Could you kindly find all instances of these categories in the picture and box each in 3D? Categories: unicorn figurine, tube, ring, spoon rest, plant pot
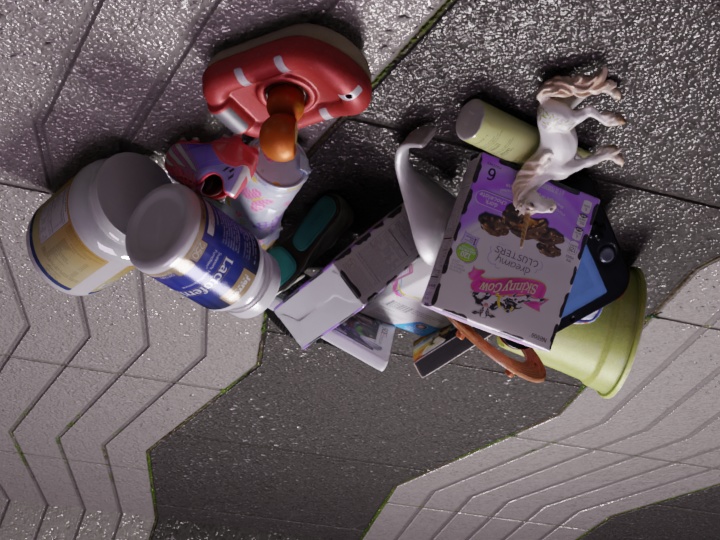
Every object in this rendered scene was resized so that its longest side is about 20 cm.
[{"bbox_3d":[0.242,-0.143,1.216,0.134,0.074,0.204,-8,115,4],"label":"unicorn figurine"},{"bbox_3d":[0.204,-0.153,1.266,0.198,0.053,0.058,18,-171,-37],"label":"tube"},{"bbox_3d":[0.171,0.085,1.399,0.198,0.201,0.019,26,110,-37],"label":"ring"},{"bbox_3d":[0.088,-0.095,1.328,0.060,0.100,0.202,12,136,35],"label":"spoon rest"},{"bbox_3d":[0.308,0.071,1.552,0.180,0.204,0.201,14,152,-1],"label":"plant pot"}]

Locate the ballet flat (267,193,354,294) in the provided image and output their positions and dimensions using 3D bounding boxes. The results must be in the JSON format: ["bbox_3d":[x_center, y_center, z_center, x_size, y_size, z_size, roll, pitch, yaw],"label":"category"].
[{"bbox_3d":[-0.084,-0.021,1.439,0.200,0.068,0.063,-46,147,9],"label":"ballet flat"}]

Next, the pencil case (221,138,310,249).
[{"bbox_3d":[-0.130,-0.096,1.359,0.089,0.084,0.200,22,149,-7],"label":"pencil case"}]

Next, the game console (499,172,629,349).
[{"bbox_3d":[0.247,-0.008,1.363,0.197,0.031,0.179,-28,107,-3],"label":"game console"}]

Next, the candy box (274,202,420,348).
[{"bbox_3d":[0.000,0.000,1.401,0.072,0.200,0.167,51,140,-2],"label":"candy box"}]

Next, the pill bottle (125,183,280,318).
[{"bbox_3d":[-0.193,-0.018,1.306,0.114,0.118,0.199,-13,152,28],"label":"pill bottle"}]

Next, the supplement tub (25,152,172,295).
[{"bbox_3d":[-0.345,-0.062,1.380,0.143,0.147,0.198,23,146,-35],"label":"supplement tub"}]

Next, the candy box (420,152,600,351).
[{"bbox_3d":[0.187,-0.021,1.295,0.165,0.204,0.072,20,177,-8],"label":"candy box"}]

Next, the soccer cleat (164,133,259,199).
[{"bbox_3d":[-0.196,-0.122,1.281,0.066,0.078,0.198,34,159,-34],"label":"soccer cleat"}]

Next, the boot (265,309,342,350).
[{"bbox_3d":[-0.049,0.081,1.716,0.197,0.079,0.138,24,-168,17],"label":"boot"}]

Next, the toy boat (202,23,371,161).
[{"bbox_3d":[-0.082,-0.181,1.140,0.197,0.133,0.130,-13,150,28],"label":"toy boat"}]

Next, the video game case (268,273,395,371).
[{"bbox_3d":[-0.041,0.066,1.537,0.197,0.024,0.182,29,-166,-2],"label":"video game case"}]

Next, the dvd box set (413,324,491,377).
[{"bbox_3d":[0.148,0.100,1.600,0.145,0.030,0.200,-32,-177,6],"label":"dvd box set"}]

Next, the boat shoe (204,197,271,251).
[{"bbox_3d":[-0.199,-0.039,1.487,0.059,0.077,0.200,-17,147,22],"label":"boat shoe"}]

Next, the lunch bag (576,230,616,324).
[{"bbox_3d":[0.246,-0.007,1.417,0.196,0.164,0.076,10,-170,-12],"label":"lunch bag"}]

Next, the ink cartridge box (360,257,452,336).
[{"bbox_3d":[0.111,0.016,1.554,0.143,0.086,0.199,22,148,-34],"label":"ink cartridge box"}]
